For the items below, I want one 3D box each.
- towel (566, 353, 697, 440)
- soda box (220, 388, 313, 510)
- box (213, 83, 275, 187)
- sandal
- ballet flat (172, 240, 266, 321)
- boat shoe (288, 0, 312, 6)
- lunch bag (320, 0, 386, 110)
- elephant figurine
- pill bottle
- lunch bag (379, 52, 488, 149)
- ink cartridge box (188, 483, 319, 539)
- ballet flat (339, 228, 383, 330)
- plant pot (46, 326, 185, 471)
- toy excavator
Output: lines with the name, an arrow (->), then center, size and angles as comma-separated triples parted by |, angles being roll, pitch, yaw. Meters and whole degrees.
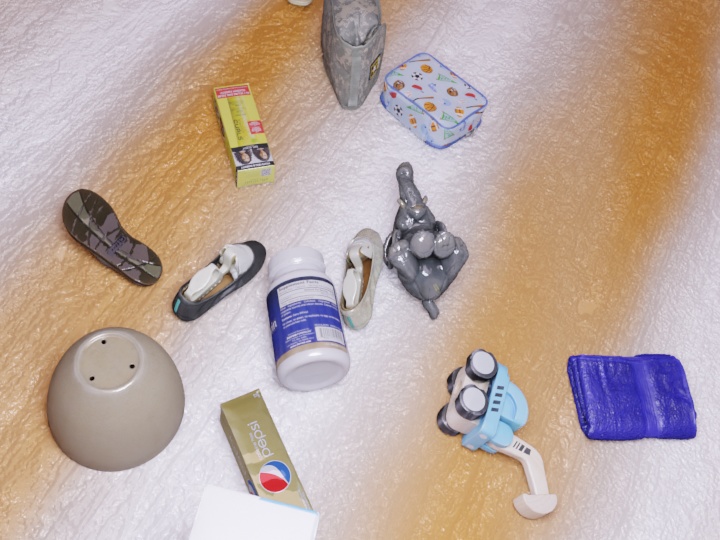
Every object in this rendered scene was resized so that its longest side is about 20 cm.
towel -> 0.442, 0.200, 1.359 | 0.195, 0.050, 0.150 | 1, 56, -11
soda box -> -0.135, 0.275, 1.184 | 0.063, 0.068, 0.202 | -19, 62, -21
box -> -0.213, -0.247, 1.525 | 0.073, 0.051, 0.203 | -10, 59, -16
sandal -> -0.403, -0.046, 1.358 | 0.199, 0.055, 0.082 | 39, 63, -2
ballet flat -> -0.220, 0.005, 1.345 | 0.067, 0.069, 0.200 | 35, 57, 14
boat shoe -> -0.123, -0.650, 1.800 | 0.070, 0.065, 0.204 | 10, 55, -4
lunch bag -> -0.013, -0.434, 1.618 | 0.114, 0.165, 0.204 | -3, 57, -9
elephant figurine -> 0.098, -0.056, 1.421 | 0.140, 0.156, 0.201 | 32, 19, -30
pill bottle -> -0.086, 0.072, 1.299 | 0.113, 0.117, 0.204 | -4, 57, -13
lunch bag -> 0.148, -0.331, 1.639 | 0.159, 0.076, 0.200 | -35, 69, -31
ink cartridge box -> -0.143, 0.381, 1.032 | 0.143, 0.202, 0.149 | 14, 56, -1
ballet flat -> 0.000, 0.000, 1.387 | 0.066, 0.063, 0.204 | -11, 53, 21
plant pot -> -0.346, 0.159, 1.179 | 0.195, 0.136, 0.204 | 5, 55, -8
toy excavator -> 0.218, 0.246, 1.265 | 0.197, 0.100, 0.197 | 25, 56, -4
